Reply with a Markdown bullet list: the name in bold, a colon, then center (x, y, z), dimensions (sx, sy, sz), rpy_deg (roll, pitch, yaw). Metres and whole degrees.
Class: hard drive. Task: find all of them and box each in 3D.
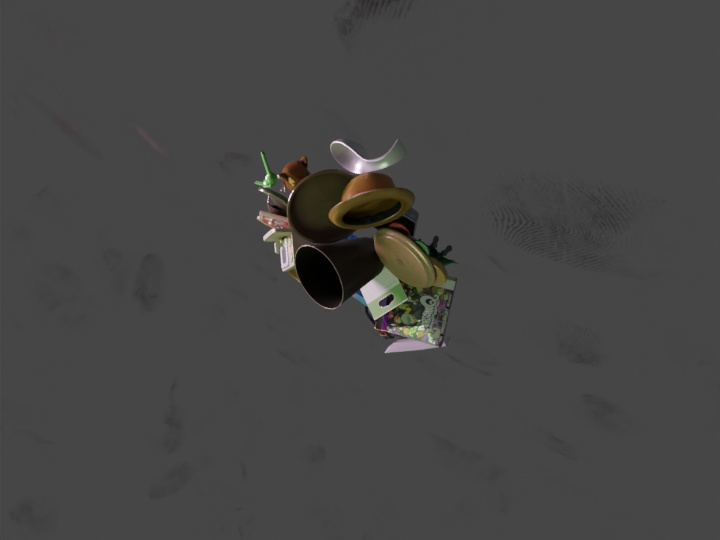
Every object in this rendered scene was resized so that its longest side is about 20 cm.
- **hard drive**: center (0.054, -0.148, 1.319), dimensions (0.199, 0.042, 0.135), rpy_deg (30, 158, 13)

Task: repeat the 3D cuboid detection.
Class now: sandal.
- **sandal**: center (-0.248, -0.187, 1.630), dimensions (0.080, 0.057, 0.201), rpy_deg (23, 161, 39)

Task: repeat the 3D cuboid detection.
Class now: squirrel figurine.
- **squirrel figurine**: center (-0.125, -0.197, 1.354), dimensions (0.187, 0.141, 0.200), rpy_deg (61, 168, -18)

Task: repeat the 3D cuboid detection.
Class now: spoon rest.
- **spoon rest**: center (0.007, -0.249, 1.153), dimensions (0.199, 0.061, 0.099), rpy_deg (8, 146, 46)

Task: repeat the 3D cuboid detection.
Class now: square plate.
- **square plate**: center (0.190, 0.234, 1.720), dimensions (0.197, 0.029, 0.200), rpy_deg (-8, 178, 13)

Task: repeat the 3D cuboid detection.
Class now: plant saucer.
- **plant saucer**: center (-0.079, -0.153, 1.254), dimensions (0.200, 0.199, 0.030), rpy_deg (53, -171, -39)

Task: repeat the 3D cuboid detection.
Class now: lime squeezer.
- **lime squeezer**: center (-0.279, -0.271, 1.542), dimensions (0.070, 0.038, 0.200), rpy_deg (36, 159, -4)

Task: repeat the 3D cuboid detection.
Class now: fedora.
- **fedora**: center (0.020, -0.163, 1.189), dimensions (0.199, 0.082, 0.201), rpy_deg (-11, 161, -4)

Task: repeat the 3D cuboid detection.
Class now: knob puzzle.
- **knob puzzle**: center (-0.237, -0.133, 1.686), dimensions (0.218, 0.031, 0.220), rpy_deg (13, 171, 2)

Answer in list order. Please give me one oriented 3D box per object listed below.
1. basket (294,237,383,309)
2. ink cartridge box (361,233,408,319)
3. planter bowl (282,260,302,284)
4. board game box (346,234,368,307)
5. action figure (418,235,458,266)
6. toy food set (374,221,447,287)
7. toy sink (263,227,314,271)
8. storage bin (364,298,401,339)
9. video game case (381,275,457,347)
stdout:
- **basket**: center (-0.042, -0.011, 1.364), dimensions (0.180, 0.200, 0.136), rpy_deg (49, 131, 16)
- **ink cartridge box**: center (0.052, 0.015, 1.458), dimensions (0.145, 0.048, 0.201), rpy_deg (-36, 77, 40)
- **planter bowl**: center (-0.171, -0.009, 1.865), dimensions (0.200, 0.084, 0.201), rpy_deg (30, 158, 13)
- **board game box**: center (0.000, 0.000, 1.554), dimensions (0.199, 0.152, 0.045), rpy_deg (34, 158, -1)
- **action figure**: center (0.167, -0.039, 1.370), dimensions (0.118, 0.055, 0.200), rpy_deg (36, 162, -9)
- **toy food set**: center (0.113, -0.036, 1.304), dimensions (0.198, 0.049, 0.200), rpy_deg (53, 157, -22)
- **toy sink**: center (-0.183, -0.062, 1.603), dimensions (0.199, 0.113, 0.130), rpy_deg (-2, 171, -25)
- **storage bin**: center (0.122, 0.146, 1.723), dimensions (0.134, 0.146, 0.200), rpy_deg (2, 143, 36)
- **video game case**: center (0.161, 0.096, 1.469), dimensions (0.180, 0.201, 0.036), rpy_deg (15, -162, 16)
